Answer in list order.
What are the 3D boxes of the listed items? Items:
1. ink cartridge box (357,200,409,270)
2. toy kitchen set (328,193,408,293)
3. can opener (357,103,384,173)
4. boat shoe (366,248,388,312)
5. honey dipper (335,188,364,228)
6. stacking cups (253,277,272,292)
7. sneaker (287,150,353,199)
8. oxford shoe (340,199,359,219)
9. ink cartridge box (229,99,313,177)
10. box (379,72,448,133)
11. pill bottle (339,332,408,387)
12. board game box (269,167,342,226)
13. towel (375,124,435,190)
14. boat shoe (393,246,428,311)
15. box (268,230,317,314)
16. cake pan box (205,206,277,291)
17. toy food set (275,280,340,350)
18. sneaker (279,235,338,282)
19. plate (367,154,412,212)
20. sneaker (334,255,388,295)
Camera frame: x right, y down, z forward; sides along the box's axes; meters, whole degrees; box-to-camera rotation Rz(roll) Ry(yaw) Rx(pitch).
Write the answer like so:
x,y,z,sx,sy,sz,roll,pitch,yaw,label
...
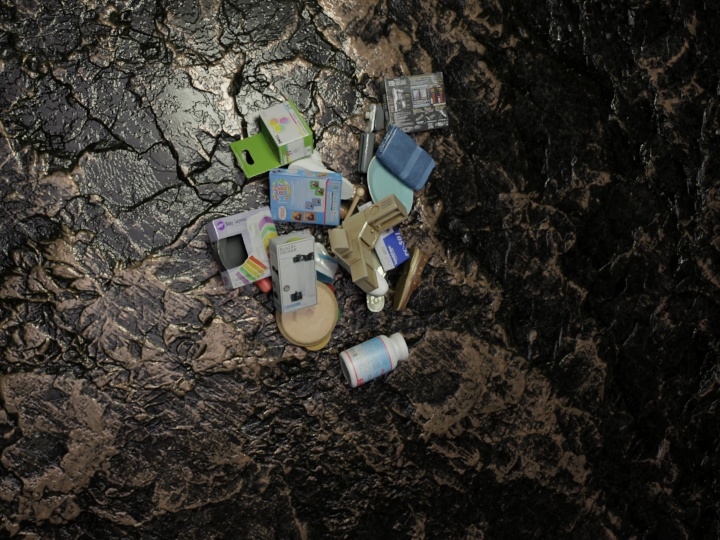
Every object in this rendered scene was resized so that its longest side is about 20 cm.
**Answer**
x,y,z,sx,sy,sz,roll,pitch,yaw,label
0.071,-0.112,1.683,0.093,0.044,0.204,-31,100,-48,ink cartridge box
0.030,-0.089,1.511,0.177,0.204,0.163,-26,144,21,toy kitchen set
0.031,-0.385,1.668,0.065,0.052,0.206,9,93,-21,can opener
0.048,0.025,1.720,0.070,0.068,0.206,4,81,4,boat shoe
-0.033,-0.154,1.615,0.037,0.039,0.202,15,133,-19,honey dipper
-0.314,-0.025,1.582,0.061,0.060,0.201,-44,108,-9,stacking cups
-0.105,-0.281,1.596,0.196,0.117,0.074,23,131,-18,sneaker
-0.064,-0.177,1.662,0.197,0.072,0.072,30,116,-22,oxford shoe
-0.241,-0.352,1.523,0.196,0.077,0.149,-24,60,-16,ink cartridge box
0.161,-0.496,1.702,0.195,0.050,0.163,-13,100,-18,box
0.042,0.264,1.716,0.195,0.108,0.112,-21,103,-15,pill bottle
-0.150,-0.200,1.564,0.194,0.037,0.154,4,131,-3,board game box
0.134,-0.330,1.683,0.198,0.048,0.113,33,90,-38,towel
0.158,0.032,1.750,0.066,0.072,0.205,20,87,-18,boat shoe
-0.182,0.005,1.545,0.114,0.060,0.206,-13,116,-27,box
-0.307,-0.062,1.533,0.197,0.052,0.189,-20,93,-43,cake pan box
-0.152,0.122,1.663,0.196,0.049,0.203,24,88,-20,toy food set
-0.154,-0.046,1.637,0.197,0.076,0.082,32,62,-15,sneaker
0.084,-0.246,1.684,0.197,0.025,0.207,12,73,-43,plate
0.000,0.000,1.653,0.199,0.080,0.071,41,83,4,sneaker
